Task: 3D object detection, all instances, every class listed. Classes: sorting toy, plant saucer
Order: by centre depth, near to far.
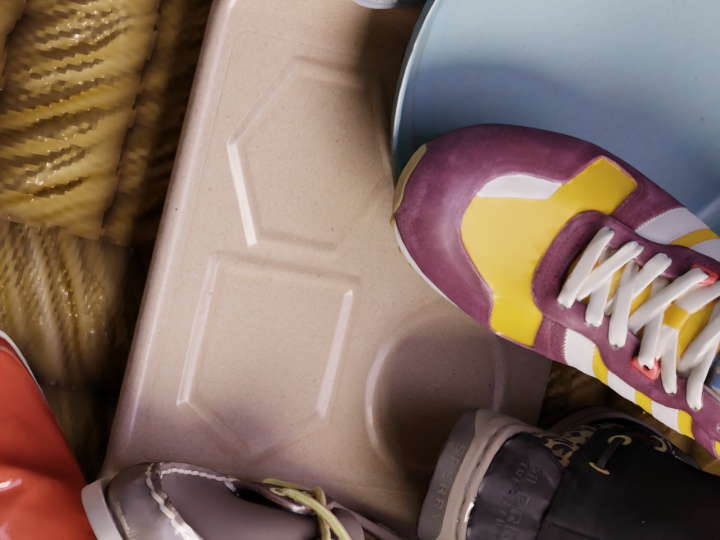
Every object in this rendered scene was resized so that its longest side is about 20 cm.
[{"bbox_3d":[0.094,-0.070,1.034,0.200,0.027,0.200,-16,127,-22],"label":"plant saucer"},{"bbox_3d":[0.000,0.000,1.053,0.185,0.036,0.200,10,100,-39],"label":"sorting toy"}]

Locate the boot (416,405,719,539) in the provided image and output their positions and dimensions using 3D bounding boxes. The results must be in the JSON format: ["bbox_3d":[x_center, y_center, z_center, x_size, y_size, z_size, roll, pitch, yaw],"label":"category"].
[{"bbox_3d":[0.123,0.100,1.067,0.200,0.150,0.073,19,89,-63],"label":"boot"}]

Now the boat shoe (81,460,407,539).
[{"bbox_3d":[-0.023,0.101,1.002,0.059,0.072,0.200,-32,147,13],"label":"boat shoe"}]

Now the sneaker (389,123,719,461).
[{"bbox_3d":[0.105,0.014,0.984,0.200,0.090,0.075,28,90,-19],"label":"sneaker"}]

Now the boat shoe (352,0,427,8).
[{"bbox_3d":[0.044,-0.152,1.023,0.200,0.067,0.074,-30,154,-40],"label":"boat shoe"}]

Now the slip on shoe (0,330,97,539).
[{"bbox_3d":[-0.096,0.105,0.970,0.074,0.061,0.200,-35,113,-45],"label":"slip on shoe"}]
